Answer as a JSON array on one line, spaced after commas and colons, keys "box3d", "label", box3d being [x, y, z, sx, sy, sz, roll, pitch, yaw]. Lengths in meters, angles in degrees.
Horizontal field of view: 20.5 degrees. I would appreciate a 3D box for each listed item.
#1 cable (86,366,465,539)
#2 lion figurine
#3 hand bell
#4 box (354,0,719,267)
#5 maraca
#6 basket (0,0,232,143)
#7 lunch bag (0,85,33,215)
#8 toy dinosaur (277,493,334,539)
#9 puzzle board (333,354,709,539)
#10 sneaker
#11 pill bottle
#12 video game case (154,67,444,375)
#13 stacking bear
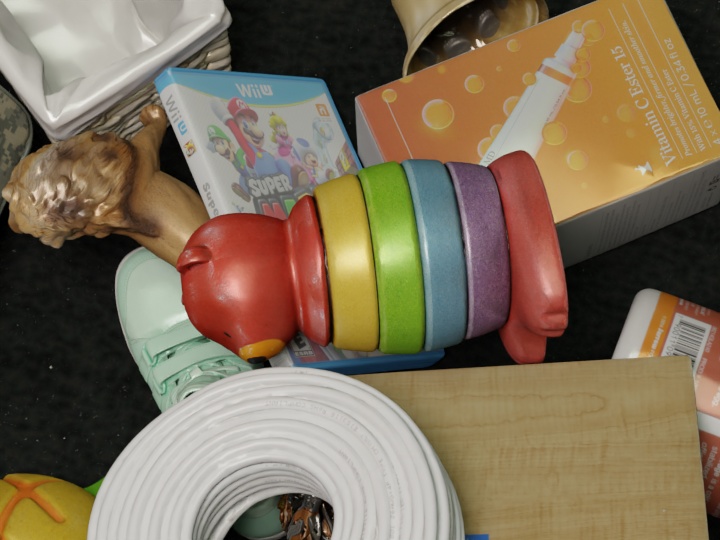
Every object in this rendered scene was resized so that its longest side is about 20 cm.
[{"box3d": [-0.045, 0.146, 1.027, 0.199, 0.069, 0.201, -19, 55, 2], "label": "cable"}, {"box3d": [-0.107, -0.024, 1.176, 0.199, 0.073, 0.123, 28, 31, -4], "label": "lion figurine"}, {"box3d": [0.026, -0.210, 1.286, 0.104, 0.104, 0.200, -28, 61, -8], "label": "hand bell"}, {"box3d": [0.111, -0.072, 1.219, 0.199, 0.098, 0.125, -22, 73, -5], "label": "box"}, {"box3d": [-0.187, 0.166, 1.134, 0.199, 0.137, 0.107, -25, 117, 0], "label": "maraca"}, {"box3d": [-0.182, -0.174, 1.247, 0.135, 0.123, 0.200, -34, 73, -9], "label": "basket"}, {"box3d": [-0.315, -0.049, 1.201, 0.167, 0.139, 0.201, 7, 69, 40], "label": "lunch bag"}, {"box3d": [0.012, 0.211, 1.121, 0.102, 0.136, 0.200, -42, 105, -18], "label": "toy dinosaur"}, {"box3d": [0.084, 0.119, 1.074, 0.199, 0.017, 0.151, -4, 56, 7], "label": "puzzle board"}, {"box3d": [-0.091, 0.056, 1.171, 0.073, 0.118, 0.201, -27, 72, -6], "label": "sneaker"}, {"box3d": [0.236, 0.095, 1.153, 0.199, 0.112, 0.113, 21, 73, 8], "label": "pill bottle"}, {"box3d": [-0.035, -0.030, 1.199, 0.018, 0.143, 0.201, -36, 69, 35], "label": "video game case"}, {"box3d": [0.000, 0.000, 1.087, 0.199, 0.122, 0.114, -7, 76, -6], "label": "stacking bear"}]
